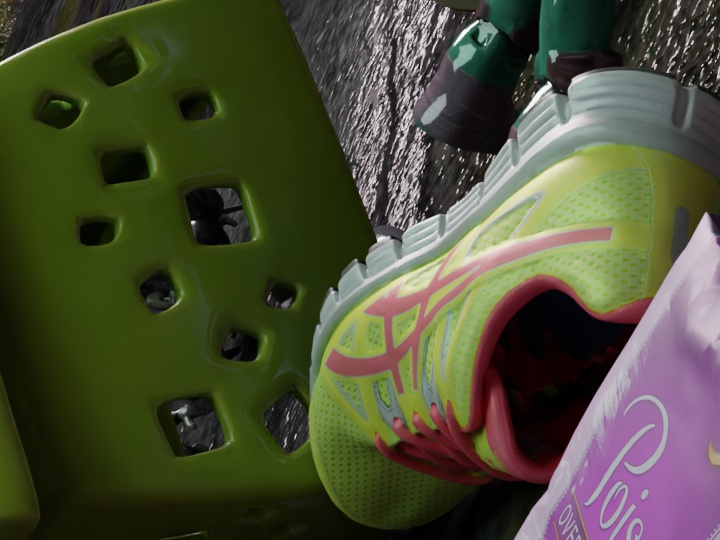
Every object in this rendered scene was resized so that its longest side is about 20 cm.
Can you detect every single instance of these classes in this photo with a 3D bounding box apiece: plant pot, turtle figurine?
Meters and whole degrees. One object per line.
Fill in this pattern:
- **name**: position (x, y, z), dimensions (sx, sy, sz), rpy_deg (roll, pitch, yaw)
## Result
- **plant pot**: position (-0.111, 0.034, 0.886), dimensions (0.200, 0.181, 0.200), rpy_deg (-47, 58, 51)
- **turtle figurine**: position (0.082, -0.117, 0.767), dimensions (0.150, 0.100, 0.201), rpy_deg (-102, 32, -66)

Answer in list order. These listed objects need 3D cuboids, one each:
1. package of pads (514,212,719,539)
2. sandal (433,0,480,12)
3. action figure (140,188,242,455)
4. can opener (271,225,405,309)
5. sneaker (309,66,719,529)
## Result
- **package of pads**: position (0.063, 0.101, 0.520), dimensions (0.201, 0.075, 0.121), rpy_deg (-61, 18, 20)
- **sandal**: position (0.081, -0.192, 0.962), dimensions (0.070, 0.077, 0.213), rpy_deg (29, -100, -80)
- **action figure**: position (-0.103, 0.034, 1.160), dimensions (0.119, 0.101, 0.201), rpy_deg (88, -173, -52)
- **can opener**: position (0.000, 0.000, 0.993), dimensions (0.067, 0.053, 0.200), rpy_deg (-30, 21, 7)
- **sneaker**: position (0.038, 0.031, 0.724), dimensions (0.200, 0.078, 0.091), rpy_deg (126, 154, -47)
